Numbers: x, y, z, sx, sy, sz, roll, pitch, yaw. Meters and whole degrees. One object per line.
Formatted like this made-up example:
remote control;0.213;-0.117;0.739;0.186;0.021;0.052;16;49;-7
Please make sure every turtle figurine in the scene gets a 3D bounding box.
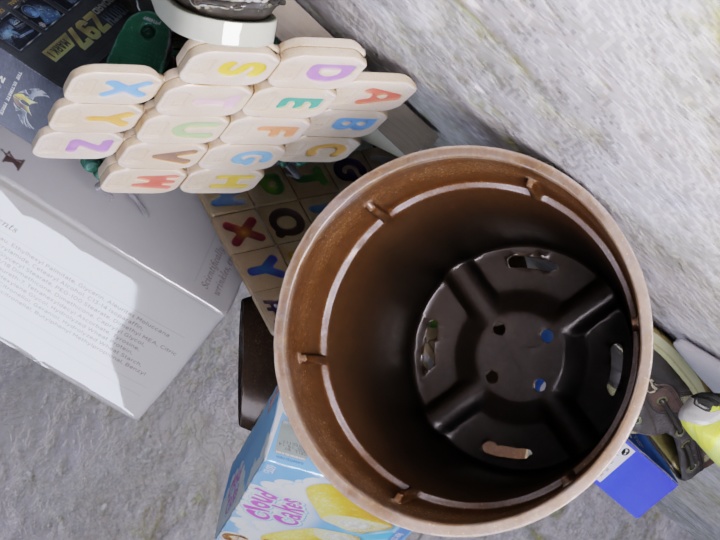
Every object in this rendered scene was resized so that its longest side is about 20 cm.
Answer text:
turtle figurine;-0.106;-0.104;1.001;0.200;0.149;0.101;124;132;-76

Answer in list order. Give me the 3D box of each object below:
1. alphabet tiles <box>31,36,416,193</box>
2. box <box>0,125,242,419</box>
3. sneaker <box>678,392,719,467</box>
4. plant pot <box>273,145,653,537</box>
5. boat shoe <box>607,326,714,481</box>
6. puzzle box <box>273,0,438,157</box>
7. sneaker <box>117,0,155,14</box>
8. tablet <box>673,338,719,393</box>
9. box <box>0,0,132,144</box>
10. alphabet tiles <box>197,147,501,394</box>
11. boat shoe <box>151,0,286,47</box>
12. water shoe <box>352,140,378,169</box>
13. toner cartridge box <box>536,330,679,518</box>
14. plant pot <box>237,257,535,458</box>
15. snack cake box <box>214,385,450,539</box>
alphabet tiles;-0.077;-0.083;0.897;0.195;0.015;0.200;-1;162;-25
box;-0.181;-0.041;1.126;0.200;0.131;0.199;32;-142;-12
sneaker;0.257;0.147;0.908;0.200;0.076;0.075;40;179;10
plant pot;0.076;0.046;0.911;0.200;0.200;0.198;38;-176;17
boat shoe;0.195;0.084;1.090;0.201;0.066;0.072;41;177;-39
puzzle box;-0.049;-0.148;1.005;0.200;0.025;0.133;41;178;-27
sneaker;-0.194;-0.219;0.960;0.200;0.079;0.075;49;173;-6
tablet;0.281;0.112;0.966;0.130;0.014;0.200;42;176;-38
box;-0.211;-0.174;0.988;0.157;0.051;0.200;32;-145;-2
alphabet tiles;0.000;0.000;1.077;0.200;0.167;0.008;60;146;29
boat shoe;-0.097;-0.177;0.838;0.072;0.061;0.201;-5;-150;-32
water shoe;0.034;-0.051;1.243;0.079;0.072;0.200;4;160;11
toner cartridge box;0.165;0.089;1.214;0.095;0.043;0.200;42;-165;-33
plant pot;0.011;0.068;1.170;0.199;0.188;0.187;2;-179;-5
snack cake box;-0.024;0.145;1.090;0.115;0.067;0.200;16;153;-7
